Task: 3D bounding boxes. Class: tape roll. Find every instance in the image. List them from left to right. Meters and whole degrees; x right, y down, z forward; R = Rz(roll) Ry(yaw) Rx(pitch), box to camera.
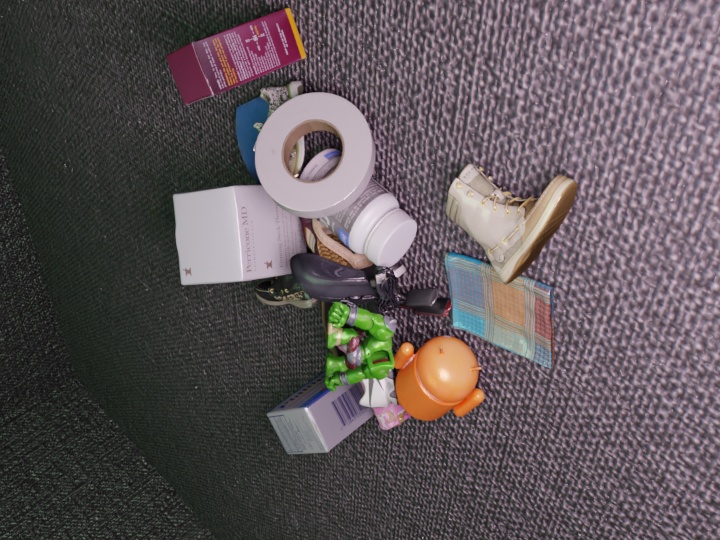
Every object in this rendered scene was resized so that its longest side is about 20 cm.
[{"bbox_3d":[-0.074,-0.186,1.226,0.203,0.203,0.037,45,178,19],"label":"tape roll"}]

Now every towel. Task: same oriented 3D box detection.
[{"bbox_3d":[0.214,0.058,1.186,0.198,0.021,0.150,23,134,43],"label":"towel"}]

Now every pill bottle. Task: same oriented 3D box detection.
[{"bbox_3d":[-0.006,-0.102,1.269,0.199,0.113,0.115,42,144,25],"label":"pill bottle"}]

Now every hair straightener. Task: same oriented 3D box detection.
[{"bbox_3d":[0.072,0.038,1.332,0.077,0.042,0.198,39,165,-31],"label":"hair straightener"}]

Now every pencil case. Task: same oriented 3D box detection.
[{"bbox_3d":[0.030,0.210,1.503,0.085,0.082,0.203,-23,97,39],"label":"pencil case"}]

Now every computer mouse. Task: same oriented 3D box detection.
[{"bbox_3d":[-0.034,0.026,1.271,0.195,0.054,0.139,15,154,14],"label":"computer mouse"}]

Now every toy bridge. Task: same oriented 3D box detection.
[{"bbox_3d":[-0.049,-0.081,1.339,0.202,0.066,0.028,59,154,32],"label":"toy bridge"}]

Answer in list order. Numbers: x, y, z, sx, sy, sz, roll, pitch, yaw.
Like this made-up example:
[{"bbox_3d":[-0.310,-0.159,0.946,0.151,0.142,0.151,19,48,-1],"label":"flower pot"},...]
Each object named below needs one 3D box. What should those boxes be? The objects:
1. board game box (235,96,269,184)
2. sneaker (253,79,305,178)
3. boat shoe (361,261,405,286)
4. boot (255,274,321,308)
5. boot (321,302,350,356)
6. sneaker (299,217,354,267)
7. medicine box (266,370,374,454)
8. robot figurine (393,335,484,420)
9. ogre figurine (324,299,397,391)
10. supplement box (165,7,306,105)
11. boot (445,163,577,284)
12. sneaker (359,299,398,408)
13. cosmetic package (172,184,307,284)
[{"bbox_3d":[-0.165,-0.247,1.440,0.198,0.038,0.162,-6,105,52],"label":"board game box"},{"bbox_3d":[-0.139,-0.227,1.300,0.077,0.086,0.206,119,150,-71],"label":"sneaker"},{"bbox_3d":[0.000,0.000,1.381,0.198,0.073,0.061,-16,104,53],"label":"boat shoe"},{"bbox_3d":[-0.166,-0.003,1.601,0.197,0.073,0.154,9,124,46],"label":"boot"},{"bbox_3d":[-0.056,0.098,1.546,0.075,0.072,0.204,36,144,46],"label":"boot"},{"bbox_3d":[-0.061,-0.053,1.395,0.091,0.073,0.204,101,155,-54],"label":"sneaker"},{"bbox_3d":[-0.072,0.291,1.611,0.199,0.180,0.105,-22,99,56],"label":"medicine box"},{"bbox_3d":[0.133,0.187,1.316,0.146,0.114,0.201,64,151,18],"label":"robot figurine"},{"bbox_3d":[-0.001,0.136,1.319,0.099,0.116,0.205,-98,11,-67],"label":"ogre figurine"},{"bbox_3d":[-0.203,-0.352,1.253,0.109,0.198,0.088,2,119,52],"label":"supplement box"},{"bbox_3d":[0.198,-0.093,1.045,0.155,0.071,0.202,50,147,18],"label":"boot"},{"bbox_3d":[0.016,0.152,1.413,0.074,0.086,0.206,55,-152,-77],"label":"sneaker"},{"bbox_3d":[-0.223,-0.069,1.437,0.163,0.198,0.173,-3,94,34],"label":"cosmetic package"}]
